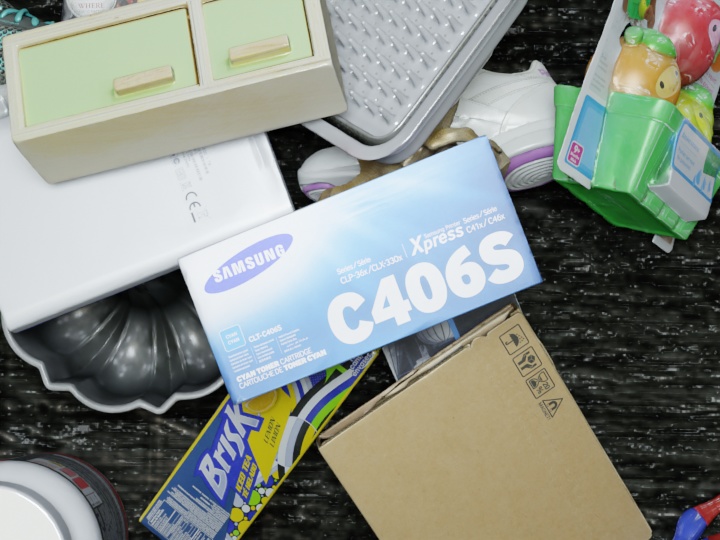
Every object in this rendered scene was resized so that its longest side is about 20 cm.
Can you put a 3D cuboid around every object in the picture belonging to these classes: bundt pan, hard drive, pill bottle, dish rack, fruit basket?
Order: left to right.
[{"bbox_3d":[-0.214,0.176,0.916,0.114,0.200,0.117,0,85,-2],"label":"pill bottle"},{"bbox_3d":[-0.155,-0.058,0.945,0.198,0.025,0.133,-21,83,2],"label":"hard drive"},{"bbox_3d":[-0.146,-0.002,0.992,0.199,0.076,0.204,0,84,2],"label":"bundt pan"},{"bbox_3d":[0.010,-0.161,0.954,0.200,0.044,0.172,35,86,41],"label":"dish rack"},{"bbox_3d":[0.209,-0.130,0.978,0.093,0.185,0.202,21,86,37],"label":"fruit basket"}]

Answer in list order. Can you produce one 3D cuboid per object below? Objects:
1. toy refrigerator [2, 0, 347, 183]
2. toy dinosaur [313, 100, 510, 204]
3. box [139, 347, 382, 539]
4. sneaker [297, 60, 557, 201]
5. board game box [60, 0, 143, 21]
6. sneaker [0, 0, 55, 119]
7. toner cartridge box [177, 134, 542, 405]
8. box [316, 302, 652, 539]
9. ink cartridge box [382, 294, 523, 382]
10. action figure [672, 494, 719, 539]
[{"bbox_3d":[-0.114,-0.122,0.895,0.198,0.070,0.077,-12,68,4],"label":"toy refrigerator"},{"bbox_3d":[0.044,-0.088,0.943,0.101,0.058,0.200,34,77,26],"label":"toy dinosaur"},{"bbox_3d":[-0.061,0.100,0.958,0.064,0.070,0.201,37,109,1],"label":"box"},{"bbox_3d":[0.051,-0.093,1.024,0.198,0.075,0.101,-12,66,-2],"label":"sneaker"},{"bbox_3d":[-0.106,-0.230,1.037,0.198,0.035,0.137,5,85,-2],"label":"board game box"},{"bbox_3d":[-0.231,-0.148,0.992,0.198,0.078,0.092,-15,88,6],"label":"sneaker"},{"bbox_3d":[0.000,0.000,0.873,0.198,0.043,0.096,-22,89,1],"label":"toner cartridge box"},{"bbox_3d":[0.086,0.147,0.983,0.163,0.021,0.201,-34,109,-2],"label":"box"},{"bbox_3d":[0.056,0.028,0.984,0.099,0.039,0.201,-24,105,3],"label":"ink cartridge box"},{"bbox_3d":[0.196,0.219,0.997,0.199,0.052,0.066,-31,129,-3],"label":"action figure"}]
